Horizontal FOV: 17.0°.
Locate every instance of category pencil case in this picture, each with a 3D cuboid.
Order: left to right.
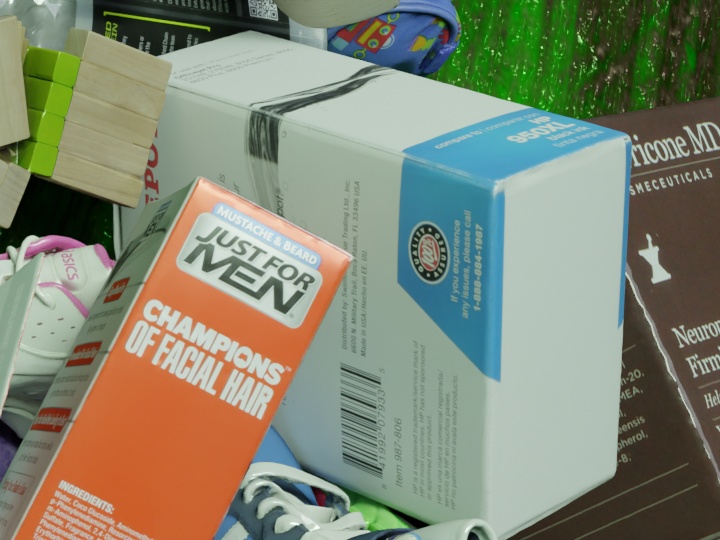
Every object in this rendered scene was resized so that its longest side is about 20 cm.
[{"bbox_3d":[0.009,-0.190,1.243,0.087,0.078,0.200,7,61,-20],"label":"pencil case"}]

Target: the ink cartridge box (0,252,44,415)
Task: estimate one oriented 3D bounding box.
[{"bbox_3d":[-0.150,0.106,0.780,0.047,0.200,0.160,29,48,-24],"label":"ink cartridge box"}]

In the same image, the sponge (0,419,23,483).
[{"bbox_3d":[-0.096,0.109,0.926,0.200,0.030,0.112,48,32,20],"label":"sponge"}]

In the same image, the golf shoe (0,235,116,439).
[{"bbox_3d":[-0.142,0.016,0.892,0.200,0.092,0.075,8,42,-33],"label":"golf shoe"}]

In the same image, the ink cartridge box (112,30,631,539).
[{"bbox_3d":[0.000,0.000,0.935,0.084,0.200,0.145,-22,122,-43],"label":"ink cartridge box"}]

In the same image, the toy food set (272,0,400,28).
[{"bbox_3d":[-0.062,-0.200,0.956,0.200,0.060,0.144,51,-6,33],"label":"toy food set"}]

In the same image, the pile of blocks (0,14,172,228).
[{"bbox_3d":[-0.162,-0.051,0.871,0.200,0.062,0.082,-18,113,-44],"label":"pile of blocks"}]

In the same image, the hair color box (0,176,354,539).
[{"bbox_3d":[-0.083,0.073,0.813,0.064,0.111,0.200,27,81,-11],"label":"hair color box"}]

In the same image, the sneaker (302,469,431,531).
[{"bbox_3d":[0.028,0.114,0.943,0.084,0.077,0.200,-4,32,-25],"label":"sneaker"}]

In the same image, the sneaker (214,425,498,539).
[{"bbox_3d":[-0.001,0.105,0.843,0.081,0.146,0.200,20,44,-35],"label":"sneaker"}]

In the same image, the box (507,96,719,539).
[{"bbox_3d":[0.120,0.044,1.151,0.166,0.164,0.200,-13,77,-51],"label":"box"}]

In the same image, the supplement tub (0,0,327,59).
[{"bbox_3d":[-0.121,-0.099,1.007,0.200,0.123,0.123,4,65,-48],"label":"supplement tub"}]
